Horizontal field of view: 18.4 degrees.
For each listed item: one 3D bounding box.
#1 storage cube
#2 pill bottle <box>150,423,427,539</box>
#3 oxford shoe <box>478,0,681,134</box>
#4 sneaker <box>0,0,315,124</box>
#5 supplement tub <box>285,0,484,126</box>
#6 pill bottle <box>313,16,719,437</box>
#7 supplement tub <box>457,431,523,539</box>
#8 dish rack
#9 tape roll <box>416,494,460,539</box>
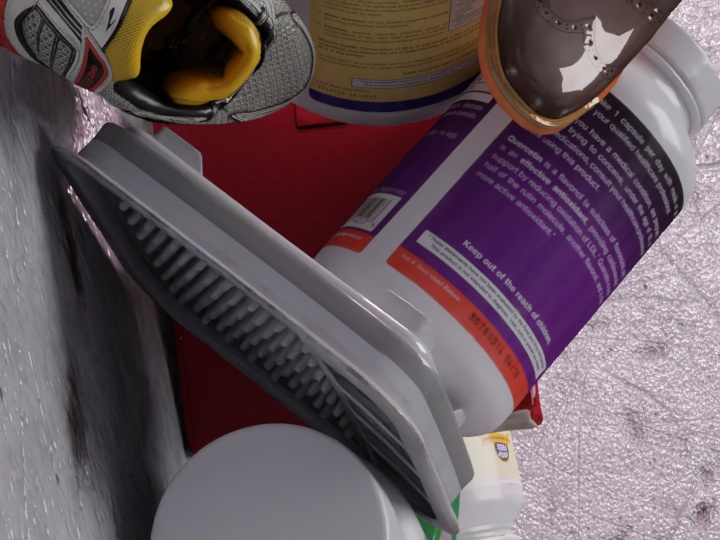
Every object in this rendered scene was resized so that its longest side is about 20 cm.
[{"bbox_3d":[0.000,0.000,1.153,0.171,0.199,0.181,53,30,-81],"label":"storage cube"},{"bbox_3d":[-0.022,0.138,0.948,0.200,0.113,0.114,67,11,-68],"label":"pill bottle"},{"bbox_3d":[0.114,-0.137,0.951,0.071,0.073,0.200,42,53,-12],"label":"oxford shoe"},{"bbox_3d":[-0.069,-0.084,0.864,0.078,0.082,0.200,-63,157,10],"label":"sneaker"},{"bbox_3d":[0.010,-0.174,0.998,0.200,0.145,0.146,94,-12,-60],"label":"supplement tub"},{"bbox_3d":[0.075,-0.029,1.008,0.112,0.200,0.113,39,-16,13],"label":"pill bottle"},{"bbox_3d":[0.031,0.118,1.531,0.145,0.144,0.201,58,19,-78],"label":"supplement tub"},{"bbox_3d":[-0.031,0.018,0.923,0.200,0.044,0.172,36,-12,22],"label":"dish rack"},{"bbox_3d":[0.015,0.204,1.233,0.200,0.048,0.201,9,90,-83],"label":"tape roll"}]
